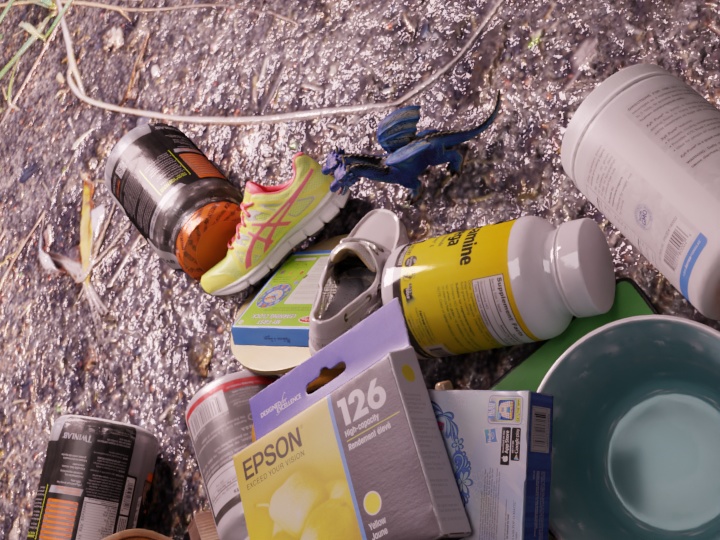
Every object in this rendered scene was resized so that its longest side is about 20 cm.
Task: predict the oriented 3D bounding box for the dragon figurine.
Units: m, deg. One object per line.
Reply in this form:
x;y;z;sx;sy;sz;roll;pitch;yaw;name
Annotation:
0.054;-0.129;1.130;0.199;0.099;0.060;-30;56;24;dragon figurine

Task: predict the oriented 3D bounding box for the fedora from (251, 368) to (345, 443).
-0.007;0.171;1.031;0.200;0.199;0.083;37;133;40;fedora

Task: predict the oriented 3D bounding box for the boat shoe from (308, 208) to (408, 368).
0.000;0.000;1.054;0.070;0.070;0.201;5;45;17;boat shoe

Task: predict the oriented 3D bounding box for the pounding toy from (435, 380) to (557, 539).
0.097;0.238;0.909;0.201;0.142;0.184;-53;50;5;pounding toy

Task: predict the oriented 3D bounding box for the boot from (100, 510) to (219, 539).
-0.195;0.336;1.088;0.197;0.074;0.156;-14;64;-14;boot

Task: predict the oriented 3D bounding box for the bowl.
0.239;0.146;0.864;0.198;0.105;0.204;-9;70;25;bowl

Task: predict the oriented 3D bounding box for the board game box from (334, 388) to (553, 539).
0.055;0.195;0.856;0.197;0.043;0.203;-4;77;40;board game box

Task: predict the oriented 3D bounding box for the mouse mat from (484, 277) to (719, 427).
0.204;0.122;0.974;0.200;0.007;0.162;-42;52;17;mouse mat

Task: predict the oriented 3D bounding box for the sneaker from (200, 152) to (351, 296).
-0.109;-0.053;1.211;0.199;0.090;0.078;-41;15;4;sneaker

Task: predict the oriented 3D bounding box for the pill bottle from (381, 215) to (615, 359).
0.127;0.013;1.008;0.198;0.112;0.114;-13;64;32;pill bottle

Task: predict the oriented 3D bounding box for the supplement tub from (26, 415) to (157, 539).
-0.300;0.271;1.208;0.121;0.122;0.203;-3;70;36;supplement tub

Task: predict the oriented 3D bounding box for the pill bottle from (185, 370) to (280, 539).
-0.099;0.212;1.096;0.113;0.113;0.202;-37;54;19;pill bottle

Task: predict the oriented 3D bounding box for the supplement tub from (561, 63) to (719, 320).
0.276;-0.068;0.918;0.132;0.131;0.201;-45;51;13;supplement tub

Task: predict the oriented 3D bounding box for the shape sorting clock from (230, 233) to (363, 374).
-0.049;0.034;1.143;0.198;0.040;0.201;-23;29;13;shape sorting clock

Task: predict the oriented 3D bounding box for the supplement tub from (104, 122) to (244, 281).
-0.213;-0.080;1.297;0.123;0.122;0.200;-52;49;7;supplement tub

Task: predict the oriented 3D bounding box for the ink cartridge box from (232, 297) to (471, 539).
-0.022;0.153;0.878;0.197;0.047;0.202;-36;60;32;ink cartridge box
